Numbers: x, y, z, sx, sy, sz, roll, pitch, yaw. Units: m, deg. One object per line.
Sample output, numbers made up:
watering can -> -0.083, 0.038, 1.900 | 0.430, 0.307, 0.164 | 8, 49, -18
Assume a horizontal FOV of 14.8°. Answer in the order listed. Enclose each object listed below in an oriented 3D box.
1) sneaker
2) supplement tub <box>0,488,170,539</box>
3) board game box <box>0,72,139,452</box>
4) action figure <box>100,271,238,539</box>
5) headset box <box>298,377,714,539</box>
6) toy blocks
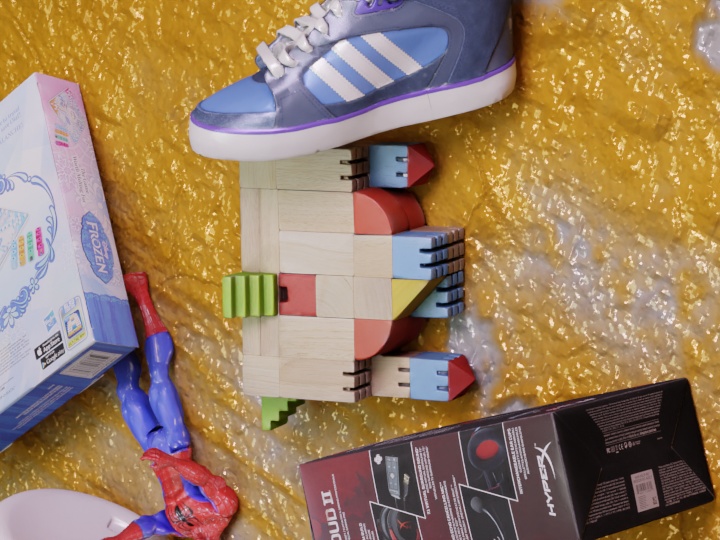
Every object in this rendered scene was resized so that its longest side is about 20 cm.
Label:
sneaker -> -0.012, -0.153, 1.571 | 0.199, 0.081, 0.147 | -13, 112, -4
supplement tub -> -0.204, 0.259, 1.792 | 0.145, 0.145, 0.201 | 36, 116, 27
board game box -> -0.240, 0.007, 1.815 | 0.200, 0.043, 0.200 | -35, 59, 35
action figure -> -0.142, 0.107, 1.758 | 0.065, 0.099, 0.201 | -29, 81, 35
headset box -> 0.074, 0.121, 1.562 | 0.199, 0.148, 0.075 | -15, 86, 38
toy blocks -> 0.000, 0.000, 1.648 | 0.136, 0.100, 0.201 | 2, 98, 25
